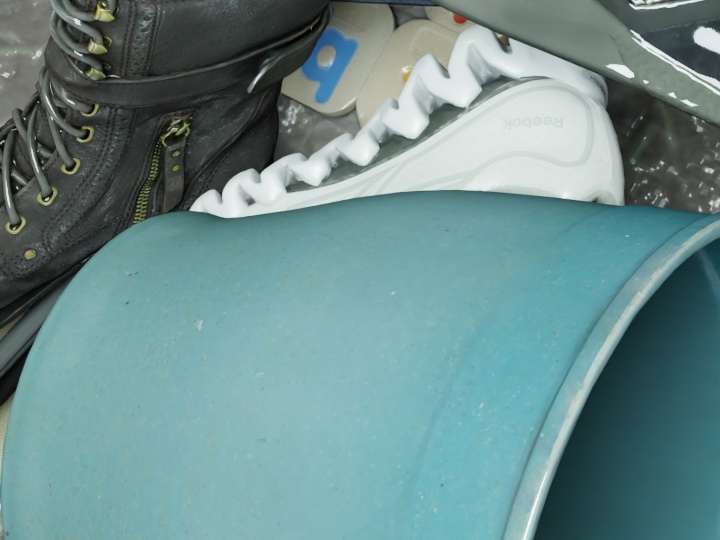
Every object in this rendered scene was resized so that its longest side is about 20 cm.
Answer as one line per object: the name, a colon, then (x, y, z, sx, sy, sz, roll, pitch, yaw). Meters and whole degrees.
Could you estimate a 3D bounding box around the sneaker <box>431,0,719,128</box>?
sneaker: (0.119, -0.102, 0.690, 0.199, 0.076, 0.115, 24, 114, 3)

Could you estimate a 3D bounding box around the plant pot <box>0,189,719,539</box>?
plant pot: (0.010, 0.067, 0.657, 0.187, 0.200, 0.201, 13, 81, 33)

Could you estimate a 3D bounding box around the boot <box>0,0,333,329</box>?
boot: (-0.093, -0.055, 0.741, 0.199, 0.174, 0.069, -21, 70, -21)

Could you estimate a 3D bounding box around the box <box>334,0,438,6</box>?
box: (0.005, -0.197, 0.796, 0.199, 0.124, 0.198, 5, 106, 18)

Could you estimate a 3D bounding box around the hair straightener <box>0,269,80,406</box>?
hair straightener: (-0.094, -0.018, 0.838, 0.077, 0.041, 0.201, 29, 66, 3)

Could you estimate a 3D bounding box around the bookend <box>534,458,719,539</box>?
bookend: (0.121, 0.047, 0.772, 0.199, 0.092, 0.200, 8, 75, 23)

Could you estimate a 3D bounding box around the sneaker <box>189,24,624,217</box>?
sneaker: (0.000, 0.000, 0.767, 0.200, 0.075, 0.081, -35, 49, 20)

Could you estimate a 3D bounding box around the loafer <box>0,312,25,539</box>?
loafer: (-0.126, 0.067, 0.855, 0.075, 0.068, 0.201, 17, 81, 20)

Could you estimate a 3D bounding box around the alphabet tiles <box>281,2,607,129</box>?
alphabet tiles: (0.027, -0.147, 0.890, 0.199, 0.015, 0.196, 27, 86, 21)
